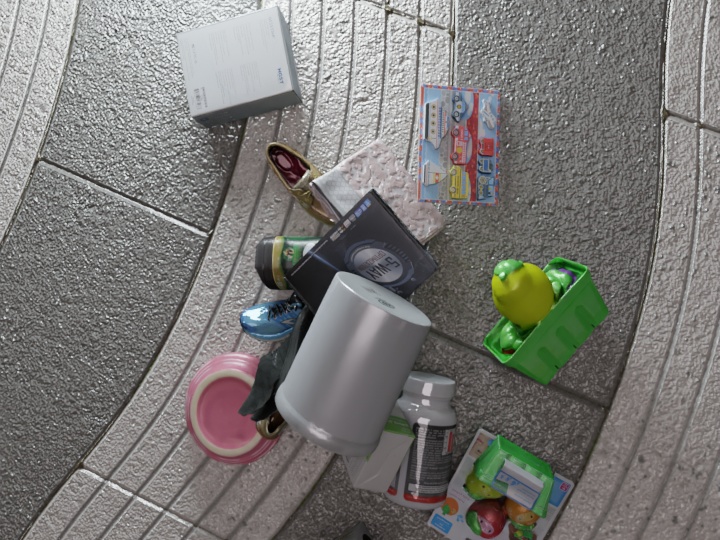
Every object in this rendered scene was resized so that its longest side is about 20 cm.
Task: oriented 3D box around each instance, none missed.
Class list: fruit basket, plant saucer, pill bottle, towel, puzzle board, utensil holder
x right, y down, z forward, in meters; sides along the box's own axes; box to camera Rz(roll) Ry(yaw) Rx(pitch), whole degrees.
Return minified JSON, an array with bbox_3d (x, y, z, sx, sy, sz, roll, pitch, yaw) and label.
[{"bbox_3d":[0.235,0.398,0.991,0.182,0.094,0.204,29,95,7],"label":"fruit basket"},{"bbox_3d":[-0.233,0.255,1.072,0.194,0.051,0.207,0,88,6],"label":"plant saucer"},{"bbox_3d":[0.103,0.284,0.996,0.112,0.116,0.207,8,90,7],"label":"pill bottle"},{"bbox_3d":[0.034,-0.113,1.007,0.190,0.032,0.202,-35,86,-33],"label":"towel"},{"bbox_3d":[0.174,-0.219,1.029,0.146,0.017,0.207,2,88,-9],"label":"puzzle board"},{"bbox_3d":[-0.008,0.129,0.839,0.167,0.170,0.204,28,100,7],"label":"utensil holder"},{"bbox_3d":[0.276,0.055,0.959,0.208,0.156,0.223,-1,99,-4],"label":"fruit basket"}]

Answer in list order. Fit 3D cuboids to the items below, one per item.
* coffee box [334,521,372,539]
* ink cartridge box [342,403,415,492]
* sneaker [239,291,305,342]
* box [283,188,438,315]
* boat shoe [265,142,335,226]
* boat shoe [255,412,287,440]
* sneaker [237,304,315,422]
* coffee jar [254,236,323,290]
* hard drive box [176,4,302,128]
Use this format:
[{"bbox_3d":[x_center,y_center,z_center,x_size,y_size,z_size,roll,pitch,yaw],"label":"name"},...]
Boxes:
[{"bbox_3d":[-0.031,0.586,0.965,0.198,0.198,0.202,-34,84,3],"label":"coffee box"},{"bbox_3d":[0.010,0.252,0.989,0.066,0.201,0.119,17,110,-25],"label":"ink cartridge box"},{"bbox_3d":[-0.120,0.064,1.032,0.194,0.091,0.080,-10,52,1],"label":"sneaker"},{"bbox_3d":[0.000,0.000,0.924,0.199,0.044,0.161,-42,93,12],"label":"box"},{"bbox_3d":[-0.100,-0.154,1.056,0.199,0.066,0.075,40,94,6],"label":"boat shoe"},{"bbox_3d":[-0.115,0.200,1.025,0.073,0.068,0.204,28,74,-10],"label":"boat shoe"},{"bbox_3d":[-0.127,0.147,0.964,0.102,0.060,0.205,-6,59,40],"label":"sneaker"},{"bbox_3d":[-0.084,-0.012,1.031,0.193,0.105,0.088,0,73,8],"label":"coffee jar"},{"bbox_3d":[-0.219,-0.368,1.071,0.194,0.077,0.161,-11,88,7],"label":"hard drive box"}]
